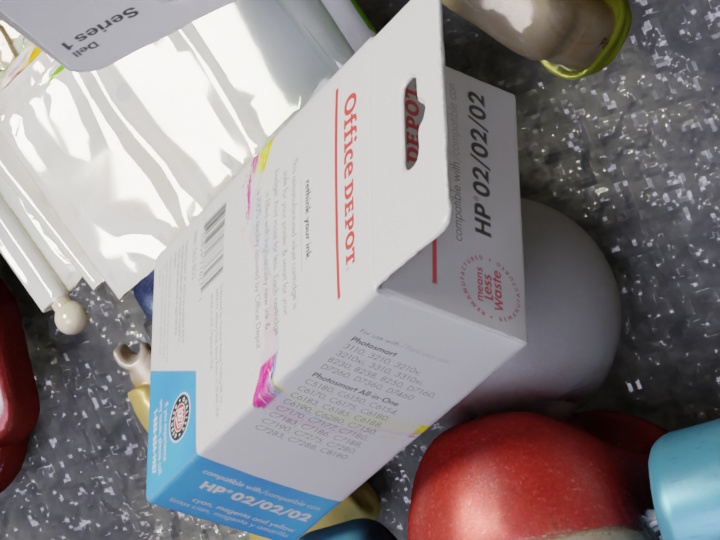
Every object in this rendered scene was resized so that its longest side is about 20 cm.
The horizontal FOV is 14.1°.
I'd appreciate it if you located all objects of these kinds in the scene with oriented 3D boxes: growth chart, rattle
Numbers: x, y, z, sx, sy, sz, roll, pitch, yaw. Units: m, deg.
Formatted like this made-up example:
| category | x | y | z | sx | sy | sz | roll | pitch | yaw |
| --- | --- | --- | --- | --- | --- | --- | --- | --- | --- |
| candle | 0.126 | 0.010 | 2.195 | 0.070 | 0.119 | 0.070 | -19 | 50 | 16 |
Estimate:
| category | x | y | z | sx | sy | sz | roll | pitch | yaw |
| --- | --- | --- | --- | --- | --- | --- | --- | --- | --- |
| growth chart | -0.084 | -0.071 | 1.159 | 0.200 | 0.018 | 0.145 | -33 | 76 | 21 |
| rattle | 0.035 | -0.173 | 1.080 | 0.200 | 0.130 | 0.143 | 43 | 125 | 23 |

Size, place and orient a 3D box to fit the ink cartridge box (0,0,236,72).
| category | x | y | z | sx | sy | sz | roll | pitch | yaw |
| --- | --- | --- | --- | --- | --- | --- | --- | --- | --- |
| ink cartridge box | -0.085 | -0.195 | 1.051 | 0.144 | 0.084 | 0.201 | -26 | 63 | 16 |

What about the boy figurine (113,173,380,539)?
| category | x | y | z | sx | sy | sz | roll | pitch | yaw |
| --- | --- | --- | --- | --- | --- | --- | --- | --- | --- |
| boy figurine | -0.038 | 0.043 | 1.213 | 0.124 | 0.064 | 0.201 | -17 | 106 | 24 |

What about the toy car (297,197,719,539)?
| category | x | y | z | sx | sy | sz | roll | pitch | yaw |
| --- | --- | --- | --- | --- | --- | --- | --- | --- | --- |
| toy car | 0.067 | 0.045 | 1.149 | 0.183 | 0.177 | 0.201 | -17 | 77 | 20 |

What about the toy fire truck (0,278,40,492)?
| category | x | y | z | sx | sy | sz | roll | pitch | yaw |
| --- | --- | --- | --- | --- | --- | --- | --- | --- | --- |
| toy fire truck | -0.240 | 0.032 | 1.264 | 0.199 | 0.112 | 0.169 | -15 | 87 | 23 |

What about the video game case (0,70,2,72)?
| category | x | y | z | sx | sy | sz | roll | pitch | yaw |
| --- | --- | --- | --- | --- | --- | --- | --- | --- | --- |
| video game case | -0.153 | -0.186 | 1.185 | 0.143 | 0.018 | 0.201 | -25 | 102 | 27 |

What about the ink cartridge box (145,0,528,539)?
| category | x | y | z | sx | sy | sz | roll | pitch | yaw |
| --- | --- | --- | --- | --- | --- | --- | --- | --- | --- |
| ink cartridge box | 0.000 | 0.000 | 1.058 | 0.068 | 0.116 | 0.200 | 20 | 139 | -26 |
